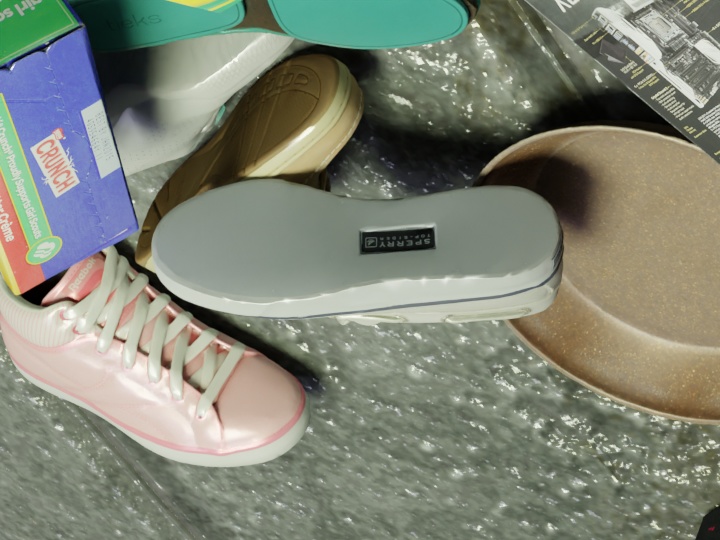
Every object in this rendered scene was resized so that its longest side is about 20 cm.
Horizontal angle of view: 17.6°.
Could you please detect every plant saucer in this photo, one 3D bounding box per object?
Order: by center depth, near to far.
[{"bbox_3d":[0.148,-0.005,1.126,0.199,0.037,0.201,18,141,15],"label":"plant saucer"}]

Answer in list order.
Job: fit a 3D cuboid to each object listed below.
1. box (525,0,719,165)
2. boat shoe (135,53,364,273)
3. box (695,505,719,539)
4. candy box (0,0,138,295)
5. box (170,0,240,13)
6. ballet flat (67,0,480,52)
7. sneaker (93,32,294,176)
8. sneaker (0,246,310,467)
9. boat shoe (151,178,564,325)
[{"bbox_3d":[0.182,-0.125,0.950,0.157,0.050,0.200,38,143,-10],"label":"box"},{"bbox_3d":[-0.045,-0.046,1.188,0.064,0.072,0.200,28,148,-19],"label":"boat shoe"},{"bbox_3d":[0.248,0.164,1.183,0.106,0.123,0.200,35,143,-7],"label":"box"},{"bbox_3d":[-0.192,-0.113,1.078,0.200,0.077,0.169,51,163,27],"label":"candy box"},{"bbox_3d":[-0.021,-0.197,0.949,0.048,0.118,0.200,9,159,-35],"label":"box"},{"bbox_3d":[-0.042,-0.142,1.059,0.198,0.071,0.068,-1,145,13],"label":"ballet flat"},{"bbox_3d":[-0.090,-0.096,1.166,0.199,0.076,0.088,-27,151,33],"label":"sneaker"},{"bbox_3d":[-0.126,0.042,1.332,0.199,0.076,0.105,19,148,21],"label":"sneaker"},{"bbox_3d":[0.000,0.000,1.124,0.198,0.071,0.070,-3,148,6],"label":"boat shoe"}]
